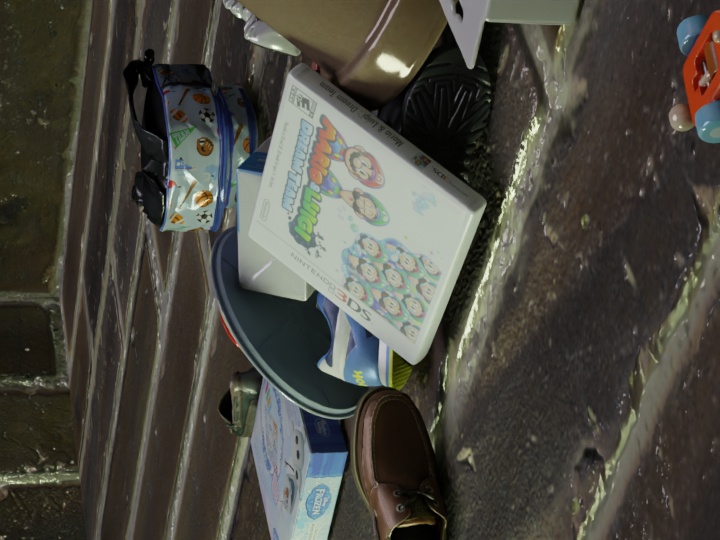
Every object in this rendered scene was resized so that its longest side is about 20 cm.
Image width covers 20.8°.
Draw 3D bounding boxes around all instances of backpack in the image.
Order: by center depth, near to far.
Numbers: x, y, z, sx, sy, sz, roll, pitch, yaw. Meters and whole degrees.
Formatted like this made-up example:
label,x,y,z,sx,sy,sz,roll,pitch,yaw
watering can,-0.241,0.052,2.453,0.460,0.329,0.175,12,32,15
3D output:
label,x,y,z,sx,sy,sz,roll,pitch,yaw
backpack,-0.196,-0.133,2.283,0.191,0.152,0.202,-102,11,-62

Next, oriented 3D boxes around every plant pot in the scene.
label,x,y,z,sx,sy,sz,roll,pitch,yaw
plant pot,-0.026,-0.246,1.489,0.201,0.173,0.201,-58,18,32

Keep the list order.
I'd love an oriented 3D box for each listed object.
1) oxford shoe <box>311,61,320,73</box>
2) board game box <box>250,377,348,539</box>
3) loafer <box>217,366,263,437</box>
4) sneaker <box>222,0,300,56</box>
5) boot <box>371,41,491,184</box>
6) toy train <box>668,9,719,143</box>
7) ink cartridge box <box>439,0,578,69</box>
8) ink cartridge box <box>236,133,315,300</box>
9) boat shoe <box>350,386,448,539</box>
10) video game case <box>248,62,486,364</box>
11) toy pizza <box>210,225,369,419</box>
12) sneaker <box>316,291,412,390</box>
label,x,y,z,sx,sy,sz,roll,pitch,yaw
oxford shoe,-0.006,-0.221,1.730,0.200,0.070,0.076,152,122,-72
board game box,-0.066,0.179,2.004,0.201,0.043,0.200,-106,22,-45
loafer,-0.134,0.143,2.221,0.200,0.062,0.073,129,138,-67
sneaker,-0.093,-0.291,2.070,0.200,0.075,0.082,-125,51,-61
boot,0.045,-0.146,1.564,0.201,0.065,0.166,-105,22,-55
toy train,0.210,-0.067,0.962,0.151,0.055,0.201,108,159,-53
ink cartridge box,0.109,-0.244,1.298,0.116,0.066,0.201,-108,23,-47
ink cartridge box,-0.041,-0.071,1.746,0.200,0.067,0.116,-51,-33,-57
boat shoe,0.042,0.192,1.576,0.068,0.071,0.202,172,88,-71
video game case,0.000,-0.040,1.529,0.182,0.024,0.201,38,143,15
toy pizza,-0.066,0.049,1.755,0.032,0.200,0.201,-36,46,27
sneaker,0.000,0.000,1.647,0.074,0.082,0.202,5,-94,-67
